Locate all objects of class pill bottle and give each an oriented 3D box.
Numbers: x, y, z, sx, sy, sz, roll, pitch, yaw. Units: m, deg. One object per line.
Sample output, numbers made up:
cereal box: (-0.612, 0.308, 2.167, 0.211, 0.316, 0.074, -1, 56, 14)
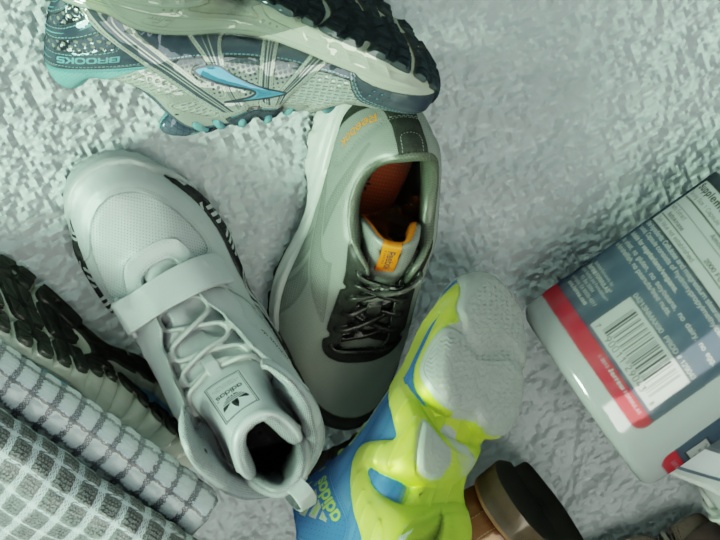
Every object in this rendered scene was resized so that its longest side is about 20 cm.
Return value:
pill bottle: (0.201, 0.012, 1.251, 0.200, 0.120, 0.120, -35, 123, 4)

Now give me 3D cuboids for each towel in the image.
towel: (-0.190, 0.135, 1.160, 0.165, 0.086, 0.200, 34, 131, -17)

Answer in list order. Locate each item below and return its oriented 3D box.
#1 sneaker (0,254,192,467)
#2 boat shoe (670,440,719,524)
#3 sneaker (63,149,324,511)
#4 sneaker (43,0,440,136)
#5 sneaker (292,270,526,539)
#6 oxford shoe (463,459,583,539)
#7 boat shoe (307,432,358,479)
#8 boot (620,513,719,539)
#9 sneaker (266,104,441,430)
sneaker: (-0.171, 0.065, 1.187, 0.090, 0.078, 0.200, -42, 122, 12)
boat shoe: (0.235, 0.131, 1.358, 0.200, 0.074, 0.065, 18, 108, -25)
sneaker: (-0.077, 0.032, 1.158, 0.075, 0.115, 0.200, -32, 108, -2)
sneaker: (-0.060, -0.106, 1.133, 0.199, 0.078, 0.086, 15, 119, -15)
sneaker: (0.016, 0.088, 1.201, 0.105, 0.200, 0.076, -10, 136, 39)
oxford shoe: (0.081, 0.150, 1.286, 0.071, 0.071, 0.200, -37, 157, 10)
boat shoe: (0.016, 0.164, 1.317, 0.073, 0.075, 0.200, -5, 127, 13)
boot: (0.160, 0.231, 1.347, 0.200, 0.146, 0.070, -22, 148, -14)
sneaker: (0.000, 0.000, 1.203, 0.074, 0.079, 0.201, -3, 121, -19)
